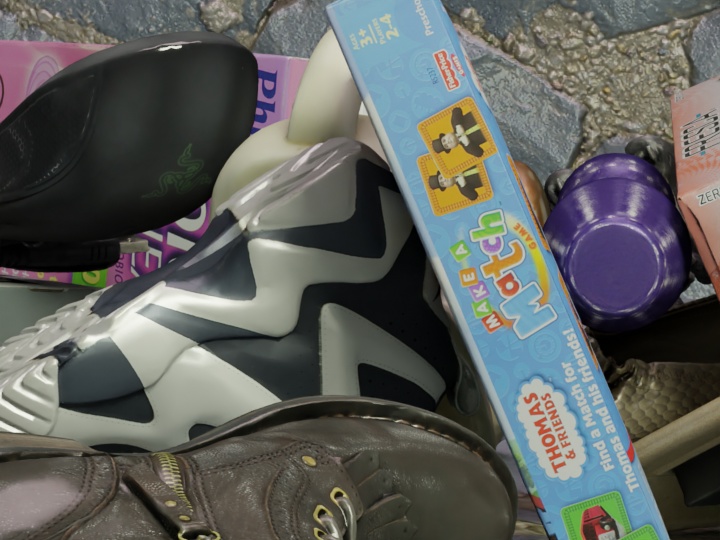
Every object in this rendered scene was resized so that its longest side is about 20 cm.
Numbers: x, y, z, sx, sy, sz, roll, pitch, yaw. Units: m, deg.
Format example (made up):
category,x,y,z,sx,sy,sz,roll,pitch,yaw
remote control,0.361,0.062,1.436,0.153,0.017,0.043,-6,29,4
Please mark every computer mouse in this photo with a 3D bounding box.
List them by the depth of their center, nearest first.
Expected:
category,x,y,z,sx,sy,sz,roll,pitch,yaw
computer mouse,-0.105,-0.031,1.000,0.138,0.053,0.200,-2,-19,-37

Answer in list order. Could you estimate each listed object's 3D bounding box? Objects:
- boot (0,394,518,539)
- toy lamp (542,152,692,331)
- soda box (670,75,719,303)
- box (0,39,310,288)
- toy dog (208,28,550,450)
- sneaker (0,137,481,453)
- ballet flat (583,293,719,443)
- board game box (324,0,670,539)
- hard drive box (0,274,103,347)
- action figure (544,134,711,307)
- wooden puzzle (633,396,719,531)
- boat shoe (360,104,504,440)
category,x,y,z,sx,sy,sz,roll,pitch,yaw
boot,-0.009,0.083,0.596,0.199,0.070,0.174,-2,11,-31
toy lamp,0.098,-0.011,0.979,0.058,0.059,0.200,4,6,7
soda box,0.161,-0.034,0.982,0.068,0.064,0.200,-22,11,11
box,-0.095,-0.014,1.192,0.199,0.177,0.097,6,3,31
toy dog,0.000,0.000,1.010,0.139,0.195,0.200,-8,5,17
sneaker,-0.048,0.060,0.855,0.199,0.130,0.079,-35,12,-8
ballet flat,0.149,0.025,0.994,0.199,0.047,0.067,-17,31,-23
board game box,0.047,0.006,0.821,0.036,0.201,0.151,-22,0,4
hard drive box,-0.225,0.034,1.038,0.199,0.077,0.155,6,2,39
action figure,0.144,0.031,1.111,0.119,0.201,0.102,-32,-49,15
wooden puzzle,0.203,0.048,0.950,0.184,0.037,0.200,2,-32,-47
boat shoe,0.044,0.002,1.151,0.065,0.201,0.074,-6,40,24
